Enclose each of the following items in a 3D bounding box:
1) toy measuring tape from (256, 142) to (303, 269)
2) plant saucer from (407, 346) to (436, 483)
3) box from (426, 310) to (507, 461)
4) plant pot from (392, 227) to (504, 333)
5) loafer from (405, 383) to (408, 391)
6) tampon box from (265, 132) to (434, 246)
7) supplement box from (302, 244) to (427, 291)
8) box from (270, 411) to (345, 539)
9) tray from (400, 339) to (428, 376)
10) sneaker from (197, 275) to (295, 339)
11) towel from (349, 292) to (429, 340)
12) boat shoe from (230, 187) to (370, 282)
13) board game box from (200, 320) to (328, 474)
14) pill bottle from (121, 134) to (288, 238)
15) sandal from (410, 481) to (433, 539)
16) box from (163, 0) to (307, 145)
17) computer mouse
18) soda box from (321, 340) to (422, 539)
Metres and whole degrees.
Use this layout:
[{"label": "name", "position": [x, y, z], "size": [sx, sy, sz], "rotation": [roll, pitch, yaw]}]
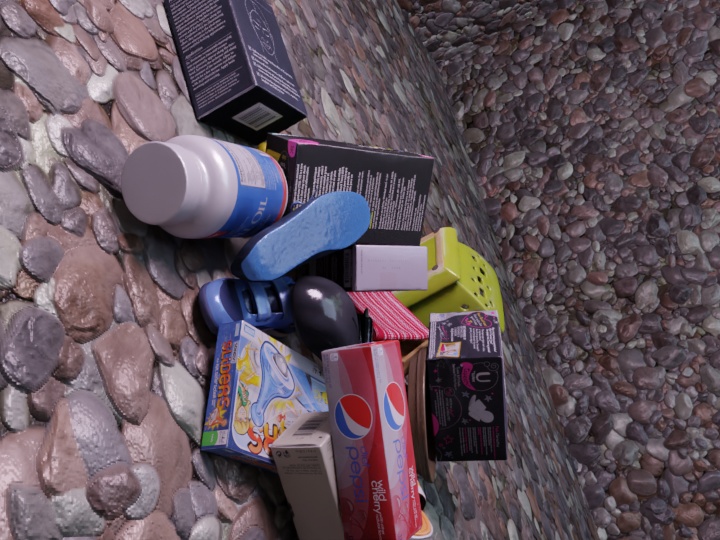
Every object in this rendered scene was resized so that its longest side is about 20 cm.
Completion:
[{"label": "toy measuring tape", "position": [-0.102, -0.105, 0.999], "size": [0.201, 0.073, 0.074], "rotation": [65, 20, -3]}, {"label": "plant saucer", "position": [0.094, 0.217, 0.998], "size": [0.200, 0.029, 0.202], "rotation": [-2, 90, -81]}, {"label": "box", "position": [0.170, 0.180, 1.031], "size": [0.132, 0.114, 0.202], "rotation": [-74, 159, -60]}, {"label": "plant pot", "position": [0.157, 0.042, 1.331], "size": [0.182, 0.198, 0.201], "rotation": [49, 26, -26]}, {"label": "loafer", "position": [0.049, 0.218, 1.012], "size": [0.200, 0.075, 0.068], "rotation": [44, 36, -58]}, {"label": "tampon box", "position": [-0.025, -0.113, 0.915], "size": [0.150, 0.198, 0.128], "rotation": [-147, -117, -62]}, {"label": "supplement box", "position": [0.000, 0.000, 0.926], "size": [0.108, 0.200, 0.062], "rotation": [0, 89, -24]}, {"label": "box", "position": [-0.027, 0.262, 0.725], "size": [0.082, 0.068, 0.202], "rotation": [-32, 111, -60]}, {"label": "tray", "position": [0.051, 0.133, 1.092], "size": [0.200, 0.098, 0.037], "rotation": [-16, 119, -69]}, {"label": "sneaker", "position": [-0.116, 0.038, 0.791], "size": [0.200, 0.082, 0.075], "rotation": [7, 62, -65]}, {"label": "towel", "position": [0.031, 0.064, 1.097], "size": [0.145, 0.023, 0.199], "rotation": [45, 19, 27]}, {"label": "boat shoe", "position": [-0.074, -0.048, 0.785], "size": [0.199, 0.068, 0.085], "rotation": [-23, 100, -40]}, {"label": "board game box", "position": [-0.094, 0.157, 0.748], "size": [0.200, 0.034, 0.137], "rotation": [41, 45, -51]}, {"label": "pill bottle", "position": [-0.172, -0.092, 0.744], "size": [0.113, 0.112, 0.200], "rotation": [68, 21, 4]}, {"label": "sandal", "position": [0.021, 0.246, 0.826], "size": [0.079, 0.060, 0.207], "rotation": [9, 24, -39]}, {"label": "box", "position": [-0.181, -0.310, 0.965], "size": [0.148, 0.106, 0.202], "rotation": [12, 58, -66]}, {"label": "computer mouse", "position": [-0.022, 0.073, 0.822], "size": [0.200, 0.052, 0.140], "rotation": [54, 35, -50]}, {"label": "soda box", "position": [0.013, 0.178, 0.687], "size": [0.070, 0.063, 0.202], "rotation": [0, 81, -61]}]
